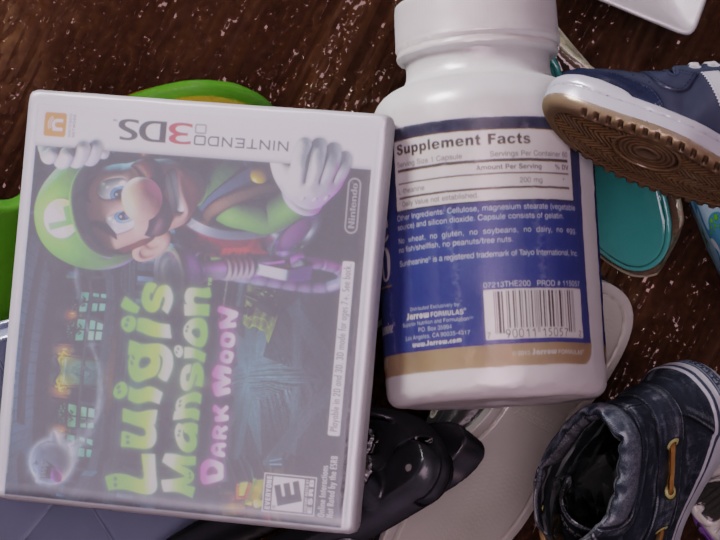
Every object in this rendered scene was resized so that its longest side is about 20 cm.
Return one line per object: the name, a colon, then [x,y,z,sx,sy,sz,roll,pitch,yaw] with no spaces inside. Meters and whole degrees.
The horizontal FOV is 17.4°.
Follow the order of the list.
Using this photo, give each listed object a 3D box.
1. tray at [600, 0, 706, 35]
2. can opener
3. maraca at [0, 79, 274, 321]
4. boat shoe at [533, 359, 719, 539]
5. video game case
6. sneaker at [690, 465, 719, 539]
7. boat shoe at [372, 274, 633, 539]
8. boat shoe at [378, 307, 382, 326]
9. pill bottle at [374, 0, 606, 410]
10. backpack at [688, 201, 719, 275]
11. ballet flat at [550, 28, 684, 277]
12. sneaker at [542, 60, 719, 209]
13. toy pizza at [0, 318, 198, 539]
tray: [0.100,-0.204,1.251,0.199,0.022,0.108,23,73,0]
can opener: [-0.031,0.130,1.188,0.199,0.064,0.079,-30,134,22]
maraca: [-0.122,-0.022,1.214,0.199,0.107,0.138,-28,126,-9]
boat shoe: [0.118,0.137,1.198,0.071,0.091,0.201,38,126,33]
video game case: [-0.081,0.018,1.135,0.181,0.023,0.201,5,88,11]
sneaker: [0.217,0.158,1.242,0.080,0.083,0.201,-25,74,-27]
boat shoe: [0.066,0.081,1.248,0.074,0.060,0.201,29,95,-31]
boat shoe: [0.000,0.000,1.243,0.200,0.064,0.071,-41,91,1]
pill bottle: [0.062,-0.034,1.162,0.110,0.111,0.201,-3,84,0]
backpack: [0.239,-0.021,1.202,0.153,0.163,0.201,-11,84,15]
ballet flat: [0.110,-0.089,1.241,0.067,0.062,0.200,-35,90,23]
sneaker: [0.192,-0.085,1.112,0.199,0.070,0.109,18,74,2]
toy pizza: [-0.150,0.100,1.226,0.199,0.032,0.201,-3,123,-5]
